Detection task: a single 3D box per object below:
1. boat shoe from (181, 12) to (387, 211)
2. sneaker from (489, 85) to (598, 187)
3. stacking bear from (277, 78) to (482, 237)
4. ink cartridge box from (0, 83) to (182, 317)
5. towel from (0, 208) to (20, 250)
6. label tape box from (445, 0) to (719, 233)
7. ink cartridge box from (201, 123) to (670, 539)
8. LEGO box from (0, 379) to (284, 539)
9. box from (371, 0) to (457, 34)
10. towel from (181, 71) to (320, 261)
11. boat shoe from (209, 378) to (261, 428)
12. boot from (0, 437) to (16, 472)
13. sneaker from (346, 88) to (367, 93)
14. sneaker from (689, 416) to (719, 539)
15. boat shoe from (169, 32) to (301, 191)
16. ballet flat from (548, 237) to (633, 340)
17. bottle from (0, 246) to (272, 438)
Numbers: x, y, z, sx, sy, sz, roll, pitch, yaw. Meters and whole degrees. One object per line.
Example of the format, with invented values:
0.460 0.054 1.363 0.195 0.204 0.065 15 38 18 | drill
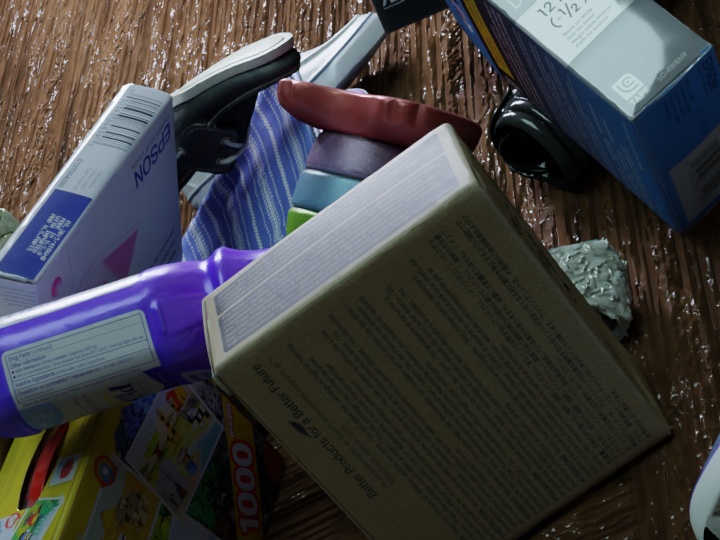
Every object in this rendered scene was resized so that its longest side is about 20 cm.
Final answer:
-0.064 -0.130 1.452 0.200 0.065 0.074 -44 0 -5 | boat shoe
0.109 -0.120 1.268 0.099 0.071 0.200 -40 35 -7 | sneaker
0.000 0.000 1.170 0.121 0.113 0.202 14 91 38 | stacking bear
-0.171 0.016 1.276 0.043 0.201 0.197 13 44 15 | ink cartridge box
-0.231 0.073 1.296 0.036 0.201 0.149 10 54 23 | towel
0.125 -0.129 1.125 0.066 0.143 0.200 -42 59 -2 | label tape box
0.040 0.051 1.017 0.164 0.200 0.075 -34 32 10 | ink cartridge box
-0.136 0.151 1.132 0.077 0.149 0.201 -18 39 32 | LEGO box
0.121 -0.230 1.347 0.199 0.045 0.160 -20 8 32 | box
-0.082 -0.031 1.324 0.201 0.024 0.145 -60 28 28 | towel
-0.097 0.074 1.262 0.200 0.073 0.063 -33 25 10 | boat shoe
-0.269 0.137 1.212 0.154 0.201 0.073 2 57 6 | boot
-0.003 -0.076 1.340 0.114 0.073 0.200 -46 32 -12 | sneaker
0.216 0.046 0.961 0.200 0.081 0.146 -47 22 0 | sneaker
-0.096 -0.102 1.321 0.200 0.068 0.072 -29 8 48 | boat shoe
0.061 0.033 1.091 0.198 0.072 0.072 -15 32 -6 | ballet flat
-0.112 0.034 1.061 0.199 0.066 0.084 -18 -8 4 | bottle
